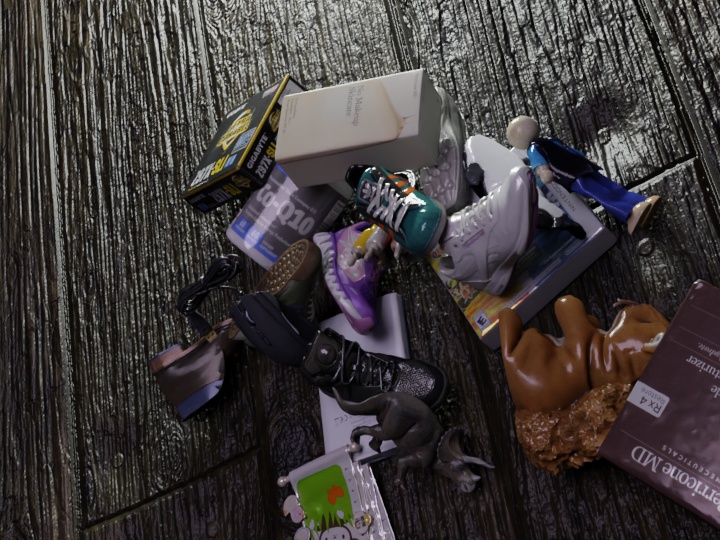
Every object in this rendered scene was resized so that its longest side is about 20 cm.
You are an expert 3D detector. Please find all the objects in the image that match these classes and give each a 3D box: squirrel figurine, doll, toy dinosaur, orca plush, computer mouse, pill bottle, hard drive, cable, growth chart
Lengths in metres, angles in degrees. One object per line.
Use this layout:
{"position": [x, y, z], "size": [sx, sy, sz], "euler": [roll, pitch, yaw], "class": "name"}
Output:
{"position": [0.256, 0.123, 1.395], "size": [0.184, 0.142, 0.202], "euler": [-11, 51, 15], "class": "squirrel figurine"}
{"position": [0.253, -0.116, 1.511], "size": [0.199, 0.136, 0.049], "euler": [36, 117, 19], "class": "doll"}
{"position": [0.054, 0.185, 1.509], "size": [0.200, 0.077, 0.102], "euler": [44, 106, -4], "class": "toy dinosaur"}
{"position": [0.186, -0.082, 1.542], "size": [0.199, 0.105, 0.072], "euler": [35, 135, 31], "class": "orca plush"}
{"position": [-0.142, 0.077, 1.634], "size": [0.140, 0.200, 0.046], "euler": [-30, 28, 36], "class": "computer mouse"}
{"position": [-0.082, -0.097, 1.748], "size": [0.113, 0.113, 0.201], "euler": [38, 93, 40], "class": "pill bottle"}
{"position": [0.006, 0.142, 1.630], "size": [0.131, 0.025, 0.203], "euler": [-23, 58, 26], "class": "hard drive"}
{"position": [0.050, -0.073, 1.641], "size": [0.096, 0.051, 0.202], "euler": [-6, 43, 24], "class": "cable"}
{"position": [-0.021, 0.311, 1.562], "size": [0.144, 0.018, 0.202], "euler": [-36, 61, 19], "class": "growth chart"}

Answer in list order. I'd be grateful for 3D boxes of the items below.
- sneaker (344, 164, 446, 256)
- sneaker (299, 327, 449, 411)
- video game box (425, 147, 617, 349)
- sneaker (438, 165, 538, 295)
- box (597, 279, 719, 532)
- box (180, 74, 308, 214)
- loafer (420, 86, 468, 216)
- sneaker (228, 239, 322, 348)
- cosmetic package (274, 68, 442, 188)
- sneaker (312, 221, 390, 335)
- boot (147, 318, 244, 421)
{"position": [0.035, -0.075, 1.531], "size": [0.072, 0.079, 0.200], "euler": [-64, 25, 10], "class": "sneaker"}
{"position": [0.006, 0.124, 1.550], "size": [0.197, 0.114, 0.077], "euler": [11, 77, 36], "class": "sneaker"}
{"position": [0.184, -0.037, 1.574], "size": [0.200, 0.047, 0.183], "euler": [-43, 48, 12], "class": "video game box"}
{"position": [0.141, -0.043, 1.450], "size": [0.098, 0.201, 0.076], "euler": [13, 51, -3], "class": "sneaker"}
{"position": [0.373, 0.151, 1.271], "size": [0.165, 0.164, 0.202], "euler": [29, 87, 40], "class": "box"}
{"position": [-0.163, -0.174, 1.815], "size": [0.199, 0.049, 0.161], "euler": [-16, 45, 58], "class": "box"}
{"position": [0.114, -0.148, 1.646], "size": [0.069, 0.069, 0.202], "euler": [-30, 45, 32], "class": "loafer"}
{"position": [-0.086, 0.040, 1.668], "size": [0.200, 0.089, 0.068], "euler": [-45, 28, 38], "class": "sneaker"}
{"position": [-0.002, -0.177, 1.629], "size": [0.197, 0.073, 0.105], "euler": [-9, 58, 23], "class": "cosmetic package"}
{"position": [0.000, 0.000, 1.650], "size": [0.087, 0.081, 0.201], "euler": [-25, 35, 4], "class": "sneaker"}
{"position": [-0.186, 0.126, 1.766], "size": [0.198, 0.075, 0.098], "euler": [-26, 81, 12], "class": "boot"}
